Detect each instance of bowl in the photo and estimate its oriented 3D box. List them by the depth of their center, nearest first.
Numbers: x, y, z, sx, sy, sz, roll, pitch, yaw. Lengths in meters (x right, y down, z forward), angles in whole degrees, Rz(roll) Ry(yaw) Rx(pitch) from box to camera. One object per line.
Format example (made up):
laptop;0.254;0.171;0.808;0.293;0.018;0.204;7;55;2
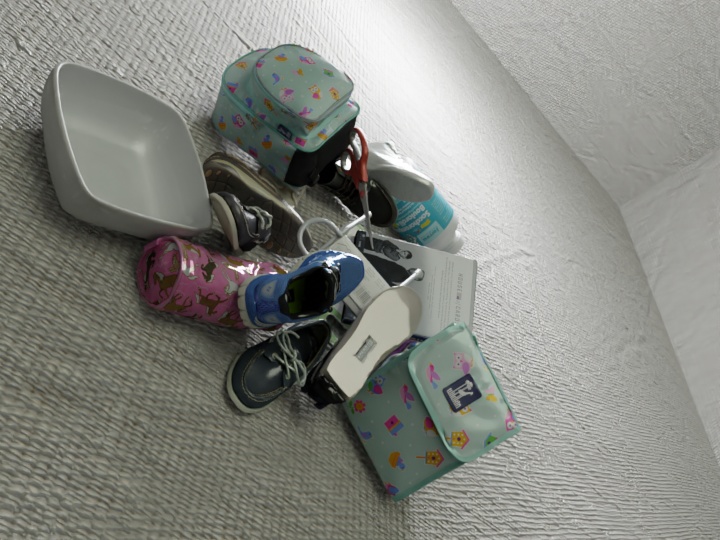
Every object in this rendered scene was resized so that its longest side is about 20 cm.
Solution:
bowl;-0.277;-0.124;0.917;0.199;0.074;0.202;17;48;-53

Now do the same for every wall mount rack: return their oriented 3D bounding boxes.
wall mount rack;0.000;0.000;1.136;0.173;0.075;0.201;-40;87;-22

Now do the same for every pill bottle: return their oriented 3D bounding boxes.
pill bottle;0.112;-0.109;1.520;0.200;0.110;0.111;46;28;-19

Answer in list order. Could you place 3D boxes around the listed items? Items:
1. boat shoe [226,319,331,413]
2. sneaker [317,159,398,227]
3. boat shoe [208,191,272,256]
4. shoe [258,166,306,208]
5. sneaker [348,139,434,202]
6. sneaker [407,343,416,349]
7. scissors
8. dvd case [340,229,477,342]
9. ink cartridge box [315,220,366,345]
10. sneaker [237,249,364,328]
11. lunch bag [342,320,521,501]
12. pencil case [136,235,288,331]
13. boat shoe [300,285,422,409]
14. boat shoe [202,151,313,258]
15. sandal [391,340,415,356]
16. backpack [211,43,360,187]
boat shoe;-0.093;0.112;0.986;0.076;0.061;0.200;61;27;1
sneaker;-0.019;-0.135;1.353;0.199;0.075;0.106;41;17;-9
boat shoe;-0.142;-0.065;0.985;0.200;0.062;0.074;125;-60;-81
shoe;-0.117;-0.153;1.242;0.070;0.053;0.202;41;30;-28
sneaker;0.052;-0.190;1.419;0.089;0.198;0.076;-55;155;-28
sneaker;0.084;0.043;1.342;0.074;0.082;0.202;42;32;-30
scissors;0.004;-0.126;1.163;0.014;0.073;0.202;9;44;-29
dvd case;0.077;0.030;1.202;0.197;0.025;0.152;14;62;-9
ink cartridge box;-0.012;0.043;1.220;0.146;0.048;0.201;46;52;-20
sneaker;-0.052;0.025;0.958;0.199;0.088;0.080;-24;110;-50
lunch bag;0.096;0.183;1.067;0.172;0.198;0.122;62;19;8
pencil case;-0.167;0.018;0.943;0.086;0.084;0.199;37;13;36
boat shoe;-0.002;0.099;1.048;0.075;0.093;0.200;50;55;-5
boat shoe;-0.139;-0.098;1.124;0.200;0.074;0.074;44;28;-30
sandal;0.075;0.076;1.222;0.202;0.049;0.083;-29;95;-43
backpack;-0.117;-0.246;1.196;0.198;0.154;0.176;30;48;12
